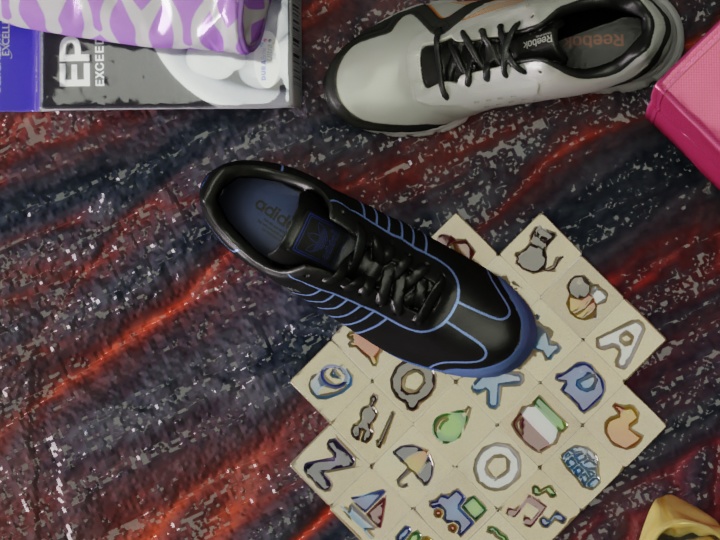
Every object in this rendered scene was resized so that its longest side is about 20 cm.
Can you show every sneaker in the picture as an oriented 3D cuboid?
[{"bbox_3d":[0.000,0.000,1.518,0.200,0.078,0.070,25,90,10],"label":"sneaker"},{"bbox_3d":[0.075,-0.121,1.519,0.200,0.080,0.074,-12,88,7],"label":"sneaker"}]

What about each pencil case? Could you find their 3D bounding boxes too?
[{"bbox_3d":[-0.140,-0.165,1.499,0.200,0.085,0.084,7,91,8],"label":"pencil case"}]

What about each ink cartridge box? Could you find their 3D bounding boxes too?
[{"bbox_3d":[-0.133,-0.186,1.563,0.200,0.043,0.198,-1,88,8],"label":"ink cartridge box"}]

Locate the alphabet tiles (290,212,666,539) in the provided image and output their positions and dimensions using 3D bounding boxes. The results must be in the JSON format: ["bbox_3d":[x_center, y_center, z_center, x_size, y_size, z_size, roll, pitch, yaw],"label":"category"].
[{"bbox_3d":[0.065,0.073,1.549,0.200,0.006,0.166,-45,83,3],"label":"alphabet tiles"}]

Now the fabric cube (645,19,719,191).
[{"bbox_3d":[0.285,-0.083,1.434,0.196,0.200,0.199,-45,86,2],"label":"fabric cube"}]

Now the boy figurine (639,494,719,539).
[{"bbox_3d":[0.201,0.216,1.501,0.124,0.064,0.200,-14,90,8],"label":"boy figurine"}]
